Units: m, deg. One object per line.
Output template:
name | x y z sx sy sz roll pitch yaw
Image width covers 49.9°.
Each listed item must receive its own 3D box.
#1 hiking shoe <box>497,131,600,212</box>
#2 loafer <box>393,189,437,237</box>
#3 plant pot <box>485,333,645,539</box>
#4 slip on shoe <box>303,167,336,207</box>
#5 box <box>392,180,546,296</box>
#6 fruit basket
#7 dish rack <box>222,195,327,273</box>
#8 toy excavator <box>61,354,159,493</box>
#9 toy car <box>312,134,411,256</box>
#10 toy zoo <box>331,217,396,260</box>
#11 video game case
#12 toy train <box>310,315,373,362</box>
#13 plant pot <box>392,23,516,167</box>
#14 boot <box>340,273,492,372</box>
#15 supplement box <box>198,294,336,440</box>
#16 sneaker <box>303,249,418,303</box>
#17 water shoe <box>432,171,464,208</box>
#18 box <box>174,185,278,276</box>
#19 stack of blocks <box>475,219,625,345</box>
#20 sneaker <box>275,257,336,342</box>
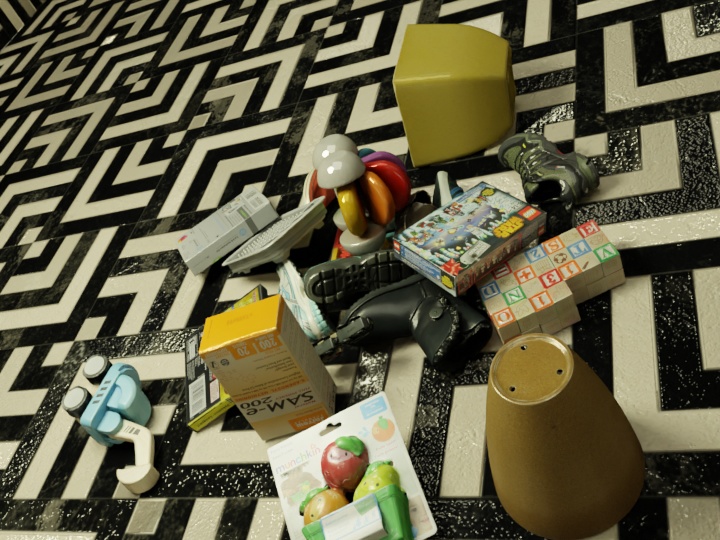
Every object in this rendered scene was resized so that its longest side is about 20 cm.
hiking shoe | 0.290 -0.162 1.275 0.100 0.077 0.199 -41 42 -19
loafer | 0.096 -0.077 1.270 0.201 0.072 0.072 -100 34 -59
plant pot | 0.217 0.170 0.883 0.182 0.202 0.189 -16 41 14
slip on shoe | -0.058 -0.175 1.505 0.060 0.075 0.202 2 45 28
box | 0.164 -0.053 1.160 0.198 0.041 0.136 -33 45 -26
fruit basket | -0.019 0.275 0.979 0.182 0.094 0.203 -25 60 5
dish rack | -0.149 -0.056 1.398 0.172 0.044 0.198 -45 18 -33
toy excavator | -0.386 0.247 1.257 0.196 0.101 0.197 5 52 23
toy car | 0.011 -0.140 1.298 0.147 0.178 0.201 -21 28 1
toy zoo | 0.014 -0.050 1.369 0.128 0.021 0.203 -11 43 21
video game case | -0.217 0.141 1.281 0.179 0.025 0.202 -35 38 14
toy train | -0.053 0.120 1.172 0.199 0.045 0.035 -34 68 34
plant pot | 0.185 -0.335 1.435 0.195 0.198 0.197 -3 46 18
boot | 0.079 0.089 1.143 0.197 0.077 0.169 -27 36 -6
supplement box | -0.129 0.145 1.115 0.123 0.202 0.074 -18 37 14
sneaker | 0.000 0.000 1.261 0.195 0.077 0.079 -7 17 -11
water shoe | 0.170 -0.095 1.302 0.077 0.073 0.202 1 40 -7
box | -0.268 -0.082 1.529 0.198 0.042 0.156 -36 26 -8
stack of blocks | 0.274 0.022 1.110 0.197 0.059 0.116 -26 40 5
sneaker | -0.118 0.054 1.299 0.086 0.078 0.201 -34 40 0
